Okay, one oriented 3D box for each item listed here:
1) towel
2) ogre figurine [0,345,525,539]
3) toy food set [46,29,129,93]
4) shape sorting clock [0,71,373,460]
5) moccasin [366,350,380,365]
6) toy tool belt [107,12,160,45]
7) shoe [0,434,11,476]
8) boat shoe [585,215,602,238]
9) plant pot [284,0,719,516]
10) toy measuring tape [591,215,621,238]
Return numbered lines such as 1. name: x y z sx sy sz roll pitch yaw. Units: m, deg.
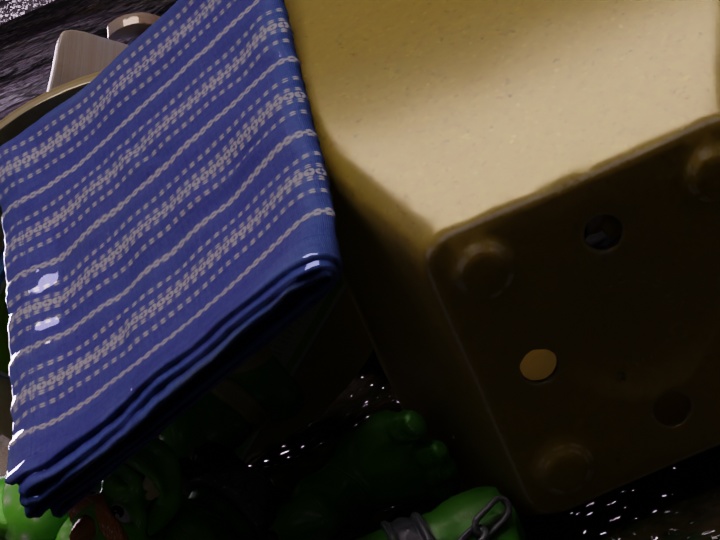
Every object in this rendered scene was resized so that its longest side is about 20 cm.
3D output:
1. towel: -0.075 -0.022 0.787 0.145 0.024 0.201 -39 37 19
2. ogre figurine: -0.050 0.084 0.794 0.120 0.200 0.098 -45 -17 -26
3. toy food set: -0.101 -0.016 1.009 0.200 0.142 0.061 127 150 -44
4. shape sorting clock: -0.083 0.003 0.944 0.199 0.201 0.039 -24 32 0
5. moccasin: 0.001 0.001 1.070 0.078 0.074 0.201 -38 9 -18
6. toy tool belt: -0.087 -0.095 1.269 0.122 0.201 0.125 -22 26 7
7. shoe: -0.203 0.115 1.015 0.199 0.054 0.070 -30 16 -19
8. boat shoe: 0.048 -0.065 0.958 0.072 0.201 0.060 29 68 37
9. plant pot: 0.077 -0.025 0.823 0.194 0.195 0.200 -22 27 4
10. toy measuring tape: 0.165 -0.084 1.027 0.200 0.073 0.074 -49 4 25
